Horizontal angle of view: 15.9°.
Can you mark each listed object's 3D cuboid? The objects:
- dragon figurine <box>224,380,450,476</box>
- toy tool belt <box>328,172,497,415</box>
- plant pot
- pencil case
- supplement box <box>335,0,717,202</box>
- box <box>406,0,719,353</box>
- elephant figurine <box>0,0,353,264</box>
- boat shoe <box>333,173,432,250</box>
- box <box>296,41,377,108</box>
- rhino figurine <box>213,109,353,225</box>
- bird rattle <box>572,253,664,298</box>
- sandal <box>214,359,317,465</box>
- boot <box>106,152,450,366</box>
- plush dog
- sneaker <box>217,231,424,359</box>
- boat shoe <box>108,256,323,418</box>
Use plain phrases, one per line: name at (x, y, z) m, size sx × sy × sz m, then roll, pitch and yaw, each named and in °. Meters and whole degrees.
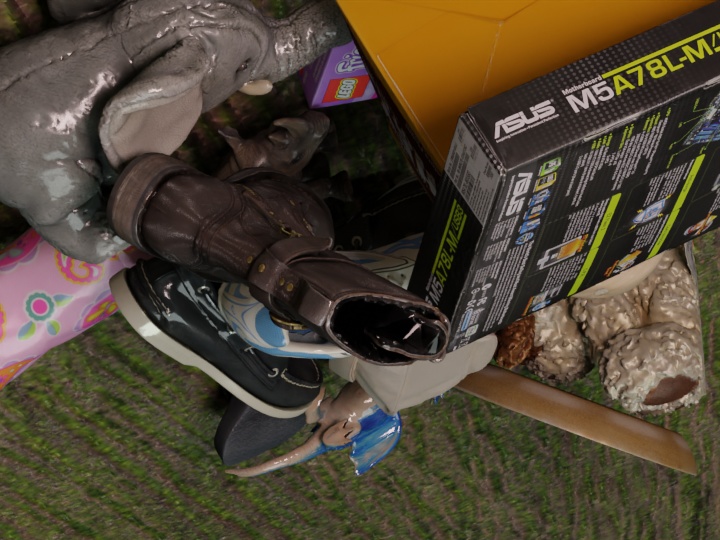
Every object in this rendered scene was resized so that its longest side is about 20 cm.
dragon figurine at (-0.004, 0.111, 1.929) m, size 0.200 × 0.059 × 0.099 m, roll -43°, pitch 156°, yaw -9°
toy tool belt at (0.024, 0.000, 1.725) m, size 0.125 × 0.123 × 0.200 m, roll -25°, pitch 153°, yaw -19°
plant pot at (0.159, 0.106, 1.911) m, size 0.200 × 0.028 × 0.200 m, roll 20°, pitch 179°, yaw 0°
pencil case at (-0.189, 0.006, 1.570) m, size 0.200 × 0.087 × 0.087 m, roll -34°, pitch 155°, yaw 4°
supplement box at (0.114, -0.113, 1.408) m, size 0.197 × 0.133 × 0.200 m, roll -31°, pitch 160°, yaw -1°
box at (0.127, -0.051, 1.312) m, size 0.193 × 0.048 × 0.200 m, roll -26°, pitch 159°, yaw -19°
elephant figurine at (-0.117, -0.112, 1.375) m, size 0.200 × 0.142 × 0.155 m, roll -39°, pitch -171°, yaw 24°
boat shoe at (0.000, 0.000, 1.618) m, size 0.200 × 0.069 × 0.057 m, roll -36°, pitch 169°, yaw 39°
box at (0.048, -0.170, 1.466) m, size 0.137 × 0.039 × 0.200 m, roll -11°, pitch 154°, yaw -20°
rhino figurine at (-0.052, -0.056, 1.580) m, size 0.087 × 0.060 × 0.200 m, roll -17°, pitch 166°, yaw -8°
bird rattle at (0.135, -0.055, 1.640) m, size 0.200 × 0.163 × 0.113 m, roll 4°, pitch 153°, yaw -33°
sandal at (-0.068, 0.075, 1.909) m, size 0.076 × 0.043 × 0.200 m, roll -16°, pitch 147°, yaw -27°
boot at (-0.024, 0.006, 1.345) m, size 0.200 × 0.174 × 0.069 m, roll 8°, pitch 107°, yaw -58°
plush dog at (0.163, 0.030, 1.894) m, size 0.172 × 0.161 × 0.200 m, roll -5°, pitch 175°, yaw 8°
sneaker at (0.012, 0.019, 1.519) m, size 0.200 × 0.072 × 0.072 m, roll -7°, pitch 120°, yaw -34°
boat shoe at (-0.069, 0.030, 1.561) m, size 0.066 × 0.075 × 0.199 m, roll -39°, pitch 139°, yaw 14°
